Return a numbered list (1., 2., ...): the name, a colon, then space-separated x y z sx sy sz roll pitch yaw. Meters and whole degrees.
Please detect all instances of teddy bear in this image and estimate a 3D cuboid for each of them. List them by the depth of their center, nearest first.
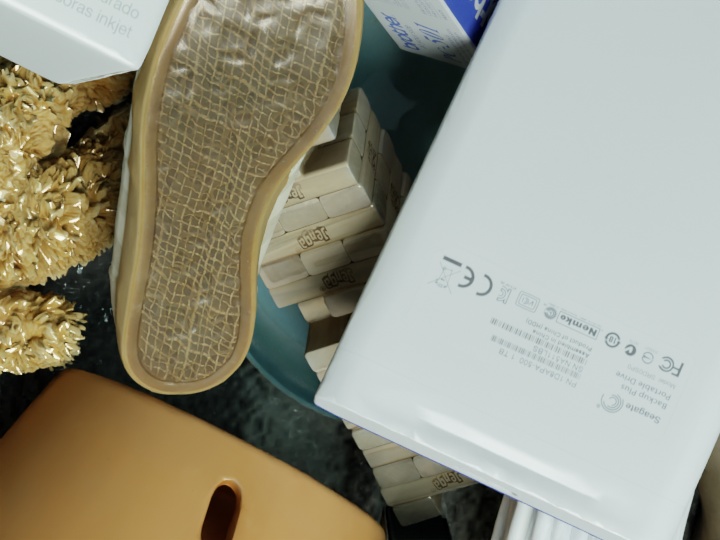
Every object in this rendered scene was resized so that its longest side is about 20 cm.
1. teddy bear: -0.147 -0.021 1.004 0.199 0.067 0.146 -15 113 -19

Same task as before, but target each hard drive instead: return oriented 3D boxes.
1. hard drive: 0.085 -0.017 0.984 0.132 0.025 0.201 25 78 3

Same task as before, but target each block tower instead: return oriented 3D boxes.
1. block tower: 0.000 0.000 1.046 0.058 0.054 0.200 -17 122 18

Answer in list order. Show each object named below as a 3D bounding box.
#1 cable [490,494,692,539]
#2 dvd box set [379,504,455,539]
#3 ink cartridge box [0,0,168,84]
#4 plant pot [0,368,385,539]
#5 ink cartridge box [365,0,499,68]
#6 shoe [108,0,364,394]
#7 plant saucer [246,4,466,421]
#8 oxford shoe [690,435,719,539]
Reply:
1. cable: 0.087 0.108 1.070 0.069 0.200 0.200 14 135 7
2. dvd box set: 0.004 0.202 1.070 0.029 0.146 0.201 11 98 -4
3. ink cartridge box: -0.106 -0.181 0.906 0.145 0.084 0.201 26 80 -21
4. plant pot: -0.082 0.127 1.033 0.200 0.200 0.140 32 78 -31
5. ink cartridge box: 0.019 -0.149 0.957 0.094 0.044 0.200 -67 156 -11
6. shoe: -0.049 -0.049 0.950 0.070 0.053 0.200 7 127 -18
7. plant saucer: 0.027 -0.035 1.102 0.199 0.027 0.201 -9 114 -22
8. oxford shoe: 0.148 0.051 1.178 0.084 0.073 0.201 7 122 9
